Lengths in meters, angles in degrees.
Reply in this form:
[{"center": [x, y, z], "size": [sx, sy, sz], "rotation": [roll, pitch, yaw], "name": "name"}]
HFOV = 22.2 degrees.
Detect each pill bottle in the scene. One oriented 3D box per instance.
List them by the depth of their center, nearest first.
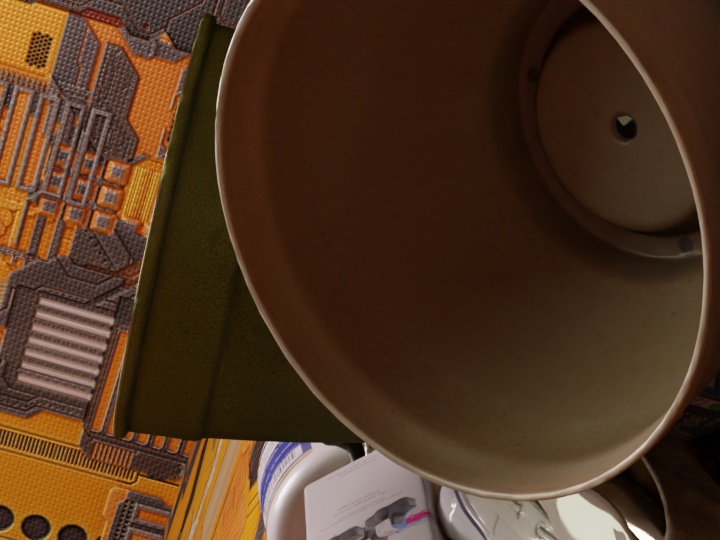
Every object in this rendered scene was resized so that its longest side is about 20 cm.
[{"center": [-0.007, 0.142, 1.178], "size": [0.200, 0.116, 0.116], "rotation": [-120, 47, -79], "name": "pill bottle"}]

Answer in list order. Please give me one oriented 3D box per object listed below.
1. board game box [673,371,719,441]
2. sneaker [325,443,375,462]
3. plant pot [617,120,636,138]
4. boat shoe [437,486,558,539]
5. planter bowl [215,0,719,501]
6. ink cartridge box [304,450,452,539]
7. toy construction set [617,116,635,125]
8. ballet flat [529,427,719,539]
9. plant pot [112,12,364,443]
[{"center": [0.132, 0.009, 0.791], "size": [0.200, 0.034, 0.136], "rotation": [133, 153, -72], "name": "board game box"}, {"center": [0.023, 0.087, 1.047], "size": [0.077, 0.089, 0.200], "rotation": [118, 166, -56], "name": "sneaker"}, {"center": [0.050, -0.106, 1.019], "size": [0.198, 0.200, 0.200], "rotation": [-84, 13, -64], "name": "plant pot"}, {"center": [0.086, 0.109, 0.793], "size": [0.200, 0.071, 0.070], "rotation": [-115, 47, -73], "name": "boat shoe"}, {"center": [0.066, -0.037, 0.645], "size": [0.135, 0.200, 0.200], "rotation": [-27, -31, -45], "name": "planter bowl"}, {"center": [0.029, 0.173, 0.846], "size": [0.068, 0.115, 0.200], "rotation": [-27, 18, 6], "name": "ink cartridge box"}, {"center": [0.115, -0.099, 0.763], "size": [0.200, 0.092, 0.131], "rotation": [-22, 8, 47], "name": "toy construction set"}, {"center": [0.087, 0.074, 0.688], "size": [0.200, 0.062, 0.068], "rotation": [44, 118, 62], "name": "ballet flat"}, {"center": [0.000, 0.000, 0.859], "size": [0.200, 0.193, 0.201], "rotation": [-167, 90, -86], "name": "plant pot"}]
